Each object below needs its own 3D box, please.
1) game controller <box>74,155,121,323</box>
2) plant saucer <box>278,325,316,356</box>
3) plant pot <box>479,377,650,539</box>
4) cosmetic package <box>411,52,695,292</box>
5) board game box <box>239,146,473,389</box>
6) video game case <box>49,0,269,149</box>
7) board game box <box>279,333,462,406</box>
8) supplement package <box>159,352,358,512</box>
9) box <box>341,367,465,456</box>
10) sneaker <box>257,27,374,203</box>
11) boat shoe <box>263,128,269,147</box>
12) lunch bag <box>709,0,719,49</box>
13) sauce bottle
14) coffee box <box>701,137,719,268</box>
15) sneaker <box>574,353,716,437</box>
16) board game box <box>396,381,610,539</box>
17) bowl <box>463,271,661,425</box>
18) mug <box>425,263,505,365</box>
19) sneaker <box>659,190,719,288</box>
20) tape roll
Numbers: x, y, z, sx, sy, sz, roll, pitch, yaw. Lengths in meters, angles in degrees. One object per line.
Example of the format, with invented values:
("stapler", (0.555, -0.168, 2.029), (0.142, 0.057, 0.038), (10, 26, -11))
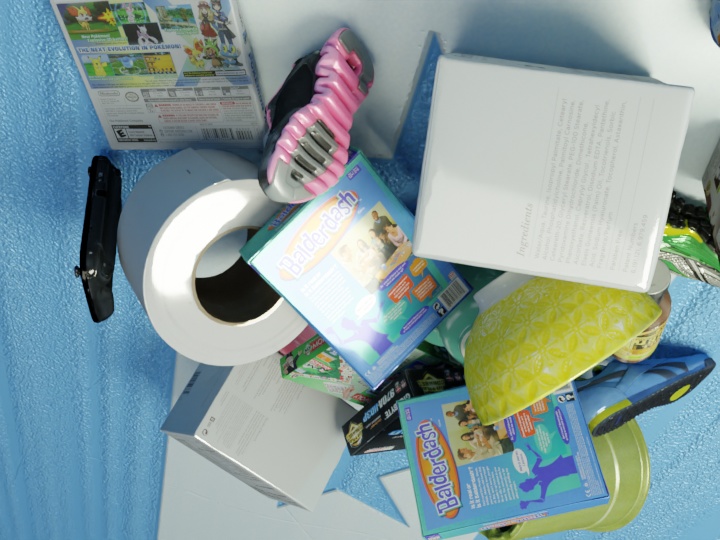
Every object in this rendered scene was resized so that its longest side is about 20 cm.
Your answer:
("game controller", (-0.298, -0.039, 0.879), (0.042, 0.201, 0.105), (3, 135, -15))
("plant saucer", (-0.031, 0.065, 0.998), (0.198, 0.051, 0.202), (7, 134, 8))
("plant pot", (0.217, 0.247, 0.940), (0.189, 0.201, 0.200), (-6, 149, -39))
("cosmetic package", (0.159, -0.095, 0.677), (0.198, 0.167, 0.168), (9, 107, 8))
("board game box", (0.000, 0.000, 0.777), (0.152, 0.045, 0.200), (-44, 116, -4))
("video game case", (-0.205, -0.210, 0.810), (0.198, 0.022, 0.183), (2, 133, 15))
("board game box", (0.017, 0.117, 0.952), (0.134, 0.029, 0.199), (-34, 140, 27))
("supplement package", (-0.138, 0.210, 1.062), (0.200, 0.153, 0.150), (39, 155, -21))
("box", (0.097, 0.183, 1.007), (0.199, 0.046, 0.159), (3, 144, -37))
("sneaker", (-0.057, -0.139, 0.722), (0.095, 0.201, 0.079), (-5, 139, 35))
("boat shoe", (-0.018, -0.090, 0.832), (0.067, 0.074, 0.200), (-30, 118, 36))
("lunch bag", (0.364, -0.241, 0.587), (0.158, 0.076, 0.201), (0, 131, 12))
("sauce bottle", (0.299, 0.044, 0.826), (0.064, 0.065, 0.200), (0, 158, 15))
("coffee box", (0.383, -0.040, 0.678), (0.112, 0.201, 0.080), (10, 134, 7))
("sneaker", (0.334, 0.127, 0.918), (0.198, 0.079, 0.066), (-18, 142, -18))
("board game box", (0.150, 0.196, 0.835), (0.198, 0.153, 0.045), (-14, 152, 8))
("bowl", (0.169, 0.048, 0.729), (0.200, 0.199, 0.108), (-41, 79, 39))
("mug", (0.154, 0.058, 0.894), (0.152, 0.115, 0.185), (36, 131, -18))
("sneaker", (0.336, -0.027, 0.803), (0.199, 0.078, 0.085), (29, 141, 1))
("tape roll", (-0.148, -0.017, 0.824), (0.201, 0.139, 0.205), (-12, 116, -25))
